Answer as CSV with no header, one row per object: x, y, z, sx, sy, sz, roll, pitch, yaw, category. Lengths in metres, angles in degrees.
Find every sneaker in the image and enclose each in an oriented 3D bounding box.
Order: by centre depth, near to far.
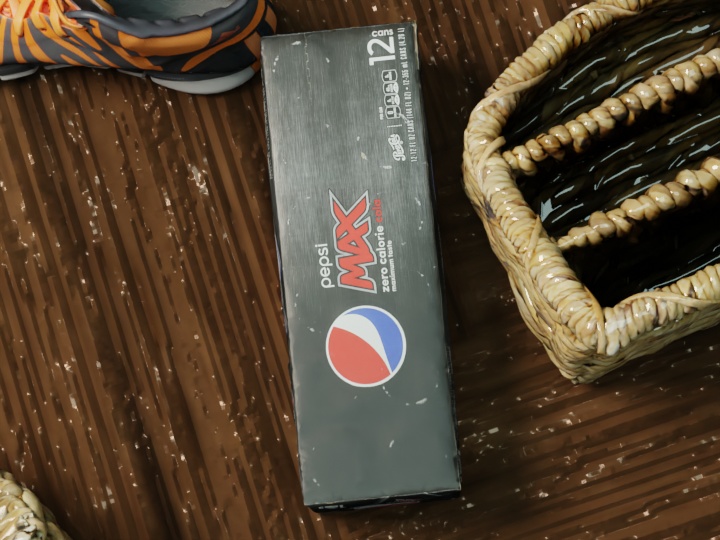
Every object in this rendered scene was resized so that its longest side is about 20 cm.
-0.136,-0.125,0.938,0.198,0.112,0.078,2,81,2,sneaker

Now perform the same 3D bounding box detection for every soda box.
0.000,0.000,0.941,0.070,0.063,0.201,-6,81,1,soda box

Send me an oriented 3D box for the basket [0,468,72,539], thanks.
-0.182,0.187,0.900,0.200,0.143,0.149,-45,123,-11,basket

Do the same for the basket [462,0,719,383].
0.144,-0.060,0.895,0.199,0.149,0.143,-25,82,-1,basket
